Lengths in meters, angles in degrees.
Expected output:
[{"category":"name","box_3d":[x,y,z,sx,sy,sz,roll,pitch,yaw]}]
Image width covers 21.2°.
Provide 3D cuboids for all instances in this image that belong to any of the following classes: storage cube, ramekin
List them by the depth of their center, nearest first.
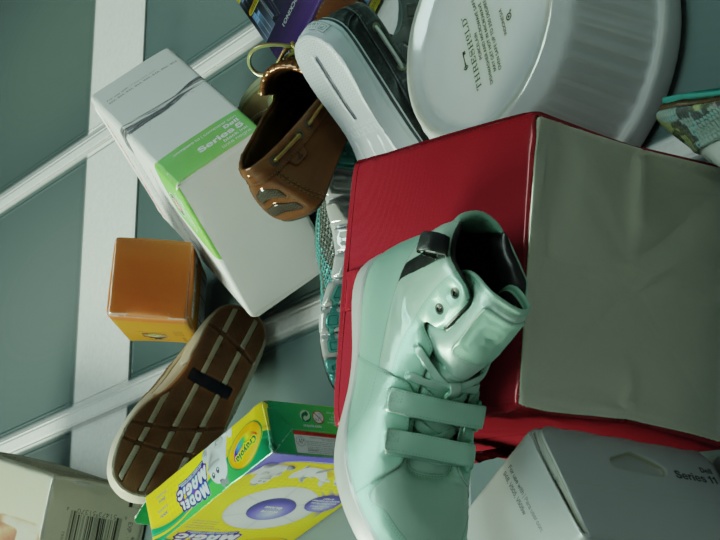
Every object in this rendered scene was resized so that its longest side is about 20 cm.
[{"category":"storage cube","box_3d":[0.107,0.016,1.172,0.180,0.171,0.200,-11,70,54]},{"category":"ramekin","box_3d":[0.114,-0.151,1.290,0.202,0.094,0.203,-25,59,50]}]

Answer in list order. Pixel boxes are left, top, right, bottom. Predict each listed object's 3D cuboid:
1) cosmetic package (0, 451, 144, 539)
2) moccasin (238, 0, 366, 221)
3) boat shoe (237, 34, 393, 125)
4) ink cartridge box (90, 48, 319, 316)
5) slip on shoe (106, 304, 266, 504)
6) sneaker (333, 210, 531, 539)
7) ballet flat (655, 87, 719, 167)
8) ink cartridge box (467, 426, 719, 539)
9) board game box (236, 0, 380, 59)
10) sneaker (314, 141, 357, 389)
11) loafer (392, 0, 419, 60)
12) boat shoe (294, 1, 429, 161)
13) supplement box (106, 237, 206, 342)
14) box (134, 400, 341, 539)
[{"category":"cosmetic package","box_3d":[-0.286,0.222,1.754,0.200,0.103,0.087,5,82,58]},{"category":"moccasin","box_3d":[-0.041,-0.131,1.402,0.074,0.078,0.202,-9,46,43]},{"category":"boat shoe","box_3d":[-0.035,-0.126,1.523,0.200,0.074,0.067,-25,53,50]},{"category":"ink cartridge box","box_3d":[-0.122,-0.075,1.558,0.084,0.146,0.200,-35,36,-8]},{"category":"slip on shoe","box_3d":[-0.142,0.113,1.547,0.200,0.076,0.061,-62,5,-37]},{"category":"sneaker","box_3d":[0.043,0.065,1.028,0.118,0.074,0.201,-36,50,53]},{"category":"ballet flat","box_3d":[0.247,-0.085,1.103,0.200,0.069,0.071,-14,87,54]},{"category":"ink cartridge box","box_3d":[0.115,0.194,1.120,0.200,0.146,0.083,-57,40,29]},{"category":"board game box","box_3d":[-0.027,-0.280,1.582,0.200,0.057,0.165,-62,35,22]},{"category":"sneaker","box_3d":[0.000,0.000,1.445,0.091,0.077,0.200,140,132,-78]},{"category":"loafer","box_3d":[0.060,-0.174,1.413,0.072,0.063,0.200,14,109,43]},{"category":"boat shoe","box_3d":[0.033,-0.100,1.362,0.072,0.071,0.200,-5,120,55]},{"category":"supplement box","box_3d":[-0.165,0.020,1.587,0.200,0.066,0.069,102,171,-80]},{"category":"box","box_3d":[-0.076,0.163,1.442,0.200,0.117,0.048,-39,53,44]}]
